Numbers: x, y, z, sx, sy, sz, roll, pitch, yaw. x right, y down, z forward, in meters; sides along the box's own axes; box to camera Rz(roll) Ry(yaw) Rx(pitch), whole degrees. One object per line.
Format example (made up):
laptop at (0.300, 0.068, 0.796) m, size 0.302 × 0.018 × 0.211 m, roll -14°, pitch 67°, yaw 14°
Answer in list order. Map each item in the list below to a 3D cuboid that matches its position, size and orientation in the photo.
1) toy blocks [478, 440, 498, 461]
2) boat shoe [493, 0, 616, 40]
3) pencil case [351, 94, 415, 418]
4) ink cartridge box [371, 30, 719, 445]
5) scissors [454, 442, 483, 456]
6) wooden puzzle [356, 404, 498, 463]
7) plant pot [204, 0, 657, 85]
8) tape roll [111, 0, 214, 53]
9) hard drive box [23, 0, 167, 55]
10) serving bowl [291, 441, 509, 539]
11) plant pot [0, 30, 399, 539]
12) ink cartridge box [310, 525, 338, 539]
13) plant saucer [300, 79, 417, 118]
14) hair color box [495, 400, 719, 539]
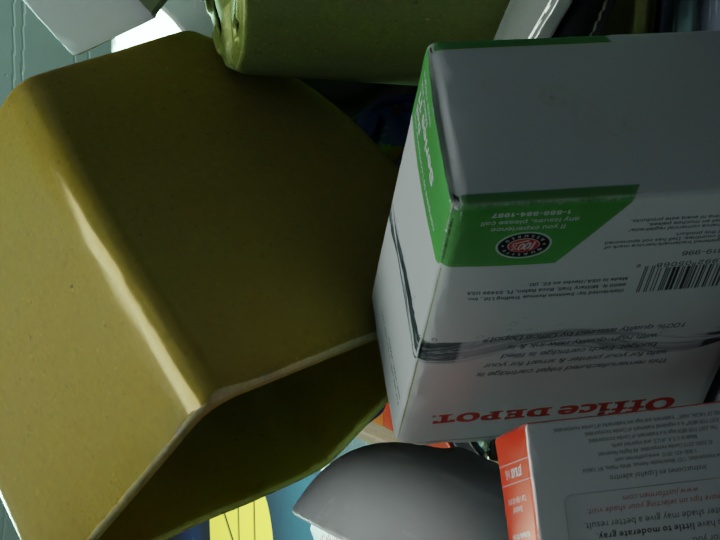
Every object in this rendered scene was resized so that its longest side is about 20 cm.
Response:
toy blocks at (0.087, 0.015, 1.410) m, size 0.200 × 0.099 × 0.137 m, roll -122°, pitch 40°, yaw -79°
boat shoe at (0.082, -0.079, 1.272) m, size 0.200 × 0.060 × 0.076 m, roll 121°, pitch 167°, yaw -46°
pencil case at (0.000, 0.000, 1.470) m, size 0.078 × 0.087 × 0.200 m, roll -72°, pitch 5°, yaw -48°
ink cartridge box at (0.089, -0.011, 1.205) m, size 0.200 × 0.146 × 0.083 m, roll 103°, pitch 160°, yaw -57°
scissors at (0.037, 0.071, 1.547) m, size 0.073 × 0.014 × 0.201 m, roll -33°, pitch 82°, yaw 47°
wooden puzzle at (0.022, 0.025, 1.572) m, size 0.200 × 0.037 × 0.186 m, roll 18°, pitch 120°, yaw 38°
plant pot at (0.023, -0.164, 1.350) m, size 0.200 × 0.189 × 0.201 m, roll 175°, pitch 90°, yaw -78°
tape roll at (-0.081, -0.066, 1.572) m, size 0.203 × 0.037 × 0.203 m, roll 52°, pitch 155°, yaw 37°
hard drive box at (-0.125, -0.235, 1.424) m, size 0.077 × 0.156 × 0.200 m, roll -17°, pitch 32°, yaw 48°
serving bowl at (0.070, 0.132, 1.350) m, size 0.066 × 0.200 × 0.200 m, roll -63°, pitch 10°, yaw -4°
plant pot at (-0.094, 0.001, 1.373) m, size 0.200 × 0.195 × 0.194 m, roll 57°, pitch 138°, yaw 14°
ink cartridge box at (0.043, 0.218, 1.658) m, size 0.146 × 0.084 × 0.201 m, roll 118°, pitch 137°, yaw -72°
plant saucer at (-0.003, -0.149, 1.487) m, size 0.050 × 0.200 × 0.201 m, roll 10°, pitch 108°, yaw 47°
hair color box at (0.127, 0.160, 1.188) m, size 0.064 × 0.110 × 0.201 m, roll 133°, pitch 130°, yaw -77°
